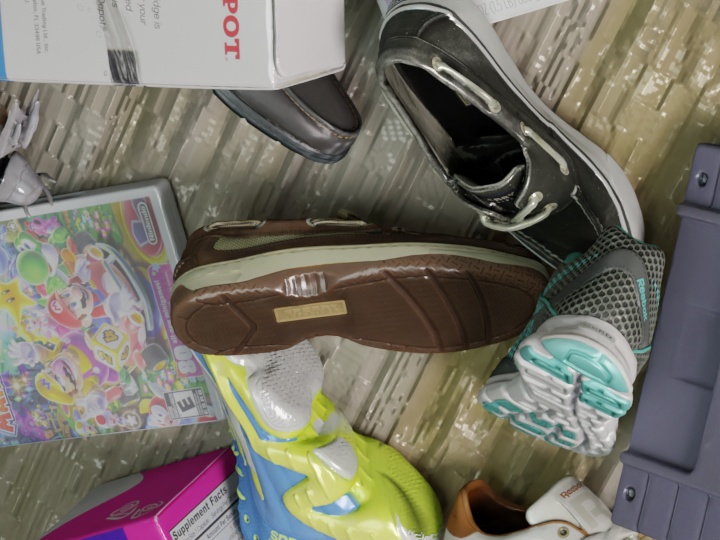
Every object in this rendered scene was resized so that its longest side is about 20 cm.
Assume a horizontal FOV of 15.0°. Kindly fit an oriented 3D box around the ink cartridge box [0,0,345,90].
[{"bbox_3d":[-0.111,-0.168,1.359,0.199,0.084,0.145,5,103,26],"label":"ink cartridge box"}]

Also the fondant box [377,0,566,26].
[{"bbox_3d":[0.053,-0.225,1.350,0.144,0.058,0.201,-15,103,28],"label":"fondant box"}]

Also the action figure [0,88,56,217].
[{"bbox_3d":[-0.251,-0.097,1.531,0.200,0.069,0.130,36,113,2],"label":"action figure"}]

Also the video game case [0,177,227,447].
[{"bbox_3d":[-0.180,0.029,1.575,0.199,0.018,0.144,-8,107,26],"label":"video game case"}]

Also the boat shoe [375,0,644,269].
[{"bbox_3d":[0.072,-0.052,1.375,0.071,0.064,0.200,-24,123,33],"label":"boat shoe"}]

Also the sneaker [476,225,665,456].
[{"bbox_3d":[0.116,0.036,1.387,0.077,0.091,0.200,26,164,-2],"label":"sneaker"}]

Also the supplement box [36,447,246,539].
[{"bbox_3d":[-0.095,0.218,1.567,0.101,0.103,0.201,-19,100,29],"label":"supplement box"}]

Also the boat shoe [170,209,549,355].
[{"bbox_3d":[0.000,-0.004,1.452,0.201,0.075,0.075,0,136,0],"label":"boat shoe"}]

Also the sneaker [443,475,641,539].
[{"bbox_3d":[0.129,0.159,1.443,0.199,0.073,0.085,12,109,29],"label":"sneaker"}]

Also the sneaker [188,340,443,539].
[{"bbox_3d":[-0.050,0.104,1.516,0.105,0.076,0.200,-40,92,31],"label":"sneaker"}]

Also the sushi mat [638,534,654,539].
[{"bbox_3d":[0.127,0.200,1.513,0.200,0.012,0.096,-37,94,30],"label":"sushi mat"}]

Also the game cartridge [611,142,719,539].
[{"bbox_3d":[0.196,0.045,1.341,0.129,0.038,0.201,17,96,52],"label":"game cartridge"}]

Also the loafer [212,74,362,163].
[{"bbox_3d":[-0.061,-0.146,1.425,0.072,0.073,0.200,-39,93,27],"label":"loafer"}]
